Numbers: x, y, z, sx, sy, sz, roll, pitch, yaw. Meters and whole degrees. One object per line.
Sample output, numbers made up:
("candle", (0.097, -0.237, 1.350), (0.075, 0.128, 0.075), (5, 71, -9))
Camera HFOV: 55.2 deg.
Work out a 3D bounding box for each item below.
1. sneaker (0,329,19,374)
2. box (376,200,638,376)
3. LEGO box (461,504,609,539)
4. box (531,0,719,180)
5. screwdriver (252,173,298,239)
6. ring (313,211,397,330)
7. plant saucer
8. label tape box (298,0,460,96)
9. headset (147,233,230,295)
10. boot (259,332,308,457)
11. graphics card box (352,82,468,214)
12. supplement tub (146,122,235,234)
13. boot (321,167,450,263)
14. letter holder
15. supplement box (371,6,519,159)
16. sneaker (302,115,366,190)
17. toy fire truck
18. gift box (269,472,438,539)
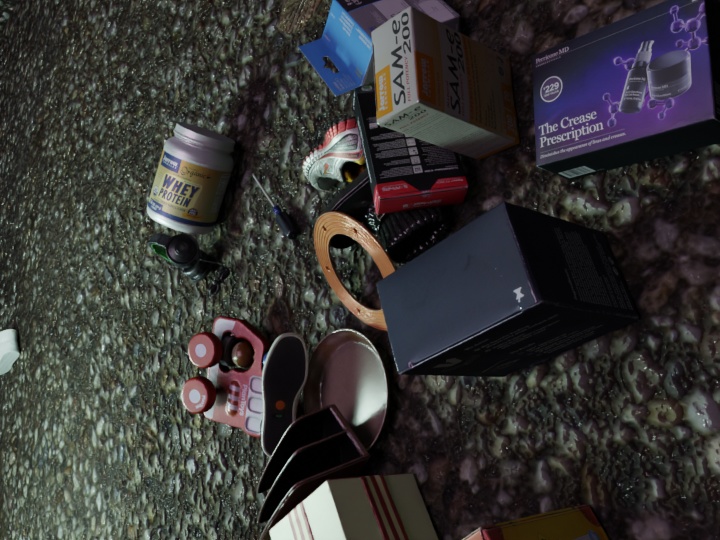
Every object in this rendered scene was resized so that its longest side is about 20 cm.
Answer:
("sneaker", (-1.259, 0.284, 2.422), (0.200, 0.074, 0.116), (-36, 56, 27))
("box", (0.161, 0.034, 0.772), (0.197, 0.200, 0.118), (-34, 60, 39))
("LEGO box", (0.191, 0.330, 0.690), (0.077, 0.200, 0.149), (-48, 51, 31))
("box", (0.294, -0.195, 0.755), (0.200, 0.079, 0.142), (-11, 73, 47))
("screwdriver", (-0.169, -0.127, 1.290), (0.200, 0.029, 0.028), (51, 121, 34))
("ring", (0.000, 0.000, 1.022), (0.200, 0.019, 0.201), (37, 146, 31))
("plant saucer", (-0.018, 0.192, 1.074), (0.200, 0.032, 0.201), (-9, 78, 47))
("label tape box", (0.023, -0.345, 0.996), (0.144, 0.200, 0.063), (57, 164, 36))
("headset", (-0.355, -0.013, 1.417), (0.200, 0.124, 0.094), (16, 70, 25))
("boot", (-0.135, 0.205, 1.156), (0.144, 0.072, 0.201), (146, 132, -78))
("graphics card box", (0.065, -0.179, 0.962), (0.051, 0.125, 0.201), (95, 165, -64))
("supplement tub", (-0.345, -0.189, 1.416), (0.144, 0.144, 0.201), (34, 109, 45))
("boot", (0.028, -0.063, 1.028), (0.211, 0.079, 0.158), (-47, 52, 32))
("letter holder", (-0.100, 0.315, 1.025), (0.101, 0.142, 0.200), (50, 132, 29))
("supplement box", (0.111, -0.229, 0.871), (0.073, 0.200, 0.126), (-17, 72, 45))
("sneaker", (-0.034, -0.167, 1.093), (0.082, 0.078, 0.200), (65, 157, 5))
("toy fire truck", (-0.223, 0.191, 1.263), (0.167, 0.112, 0.201), (9, 91, 24))
("gift box", (0.004, 0.385, 0.904), (0.200, 0.184, 0.187), (-51, 48, 38))
